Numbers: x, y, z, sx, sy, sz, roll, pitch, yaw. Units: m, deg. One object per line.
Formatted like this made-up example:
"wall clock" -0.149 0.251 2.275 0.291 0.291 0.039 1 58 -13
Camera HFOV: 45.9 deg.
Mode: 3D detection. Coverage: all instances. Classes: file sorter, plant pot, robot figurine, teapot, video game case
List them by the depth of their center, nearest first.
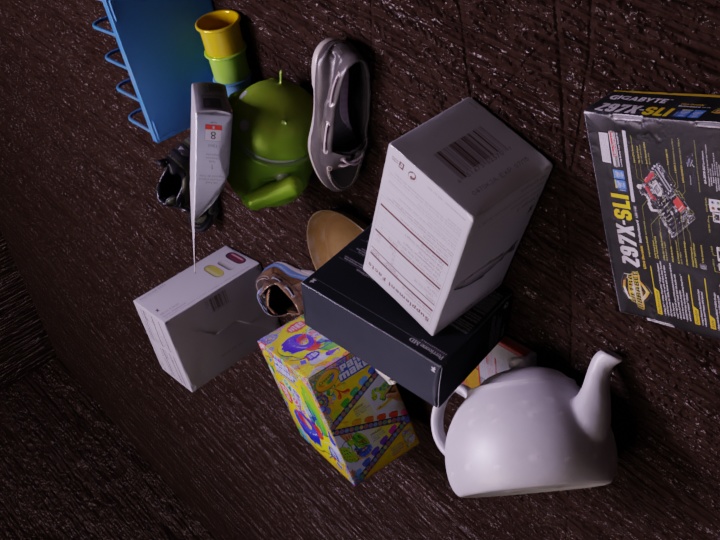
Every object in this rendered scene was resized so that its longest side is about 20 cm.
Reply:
"teapot" 0.178 0.169 0.936 0.197 0.199 0.147 73 -169 -72
"video game case" 0.141 0.114 1.076 0.200 0.017 0.143 30 143 40
"robot figurine" -0.111 -0.159 1.077 0.200 0.115 0.176 117 147 -60
"file sorter" -0.277 -0.306 1.164 0.123 0.139 0.201 30 143 45
"plant pot" 0.000 0.000 1.169 0.200 0.027 0.200 39 149 30

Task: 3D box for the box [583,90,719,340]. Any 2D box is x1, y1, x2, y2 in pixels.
"box" 0.270 -0.039 0.675 0.160 0.049 0.201 20 136 52

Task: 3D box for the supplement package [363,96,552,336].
"supplement package" 0.092 -0.051 0.870 0.117 0.117 0.200 44 150 21

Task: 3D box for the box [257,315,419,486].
"box" -0.036 0.182 1.291 0.200 0.122 0.193 23 138 61

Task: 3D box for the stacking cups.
"stacking cups" -0.166 -0.243 1.142 0.060 0.060 0.200 31 145 39

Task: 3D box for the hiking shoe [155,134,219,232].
"hiking shoe" -0.298 -0.132 1.420 0.076 0.101 0.200 40 148 29

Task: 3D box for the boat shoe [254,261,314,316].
"boat shoe" -0.126 0.033 1.354 0.200 0.072 0.072 0 120 58

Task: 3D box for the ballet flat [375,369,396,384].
"ballet flat" 0.052 0.105 1.110 0.068 0.068 0.200 40 151 10

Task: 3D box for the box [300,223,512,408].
"box" 0.051 0.045 0.983 0.200 0.141 0.079 30 140 28

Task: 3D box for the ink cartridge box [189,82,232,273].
"ink cartridge box" -0.186 -0.118 1.055 0.162 0.050 0.201 -116 26 -64

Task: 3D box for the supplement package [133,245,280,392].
"supplement package" -0.263 0.080 1.485 0.111 0.200 0.156 24 138 44

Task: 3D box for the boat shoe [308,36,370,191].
"boat shoe" -0.020 -0.167 0.980 0.057 0.067 0.200 39 145 38
